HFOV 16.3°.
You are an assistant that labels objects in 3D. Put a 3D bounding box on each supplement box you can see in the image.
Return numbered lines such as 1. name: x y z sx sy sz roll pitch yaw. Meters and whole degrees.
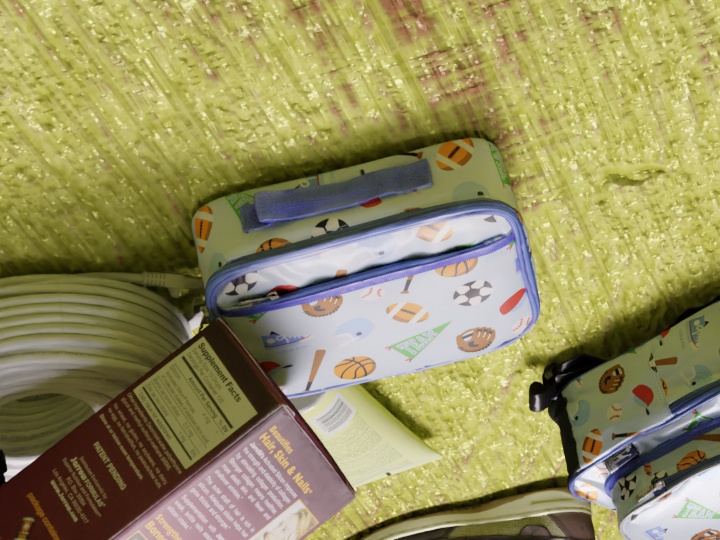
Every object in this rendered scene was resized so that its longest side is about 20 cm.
1. supplement box: -0.117 0.137 1.423 0.200 0.086 0.110 -38 140 -2

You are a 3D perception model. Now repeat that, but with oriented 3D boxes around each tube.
1. tube: -0.011 0.104 1.657 0.058 0.052 0.200 21 166 28

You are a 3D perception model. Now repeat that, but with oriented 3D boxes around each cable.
1. cable: -0.196 0.075 1.514 0.199 0.069 0.200 2 146 -23

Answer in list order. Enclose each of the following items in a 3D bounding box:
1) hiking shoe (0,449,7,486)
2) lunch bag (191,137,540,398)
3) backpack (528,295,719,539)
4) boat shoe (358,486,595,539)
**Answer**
1. hiking shoe: -0.259 0.113 1.437 0.086 0.075 0.200 -6 137 10
2. lunch bag: 0.000 0.000 1.463 0.199 0.076 0.160 -15 147 2
3. backpack: 0.245 0.106 1.662 0.190 0.154 0.200 -42 137 23
4. boat shoe: 0.077 0.214 1.844 0.200 0.066 0.072 -17 149 7
